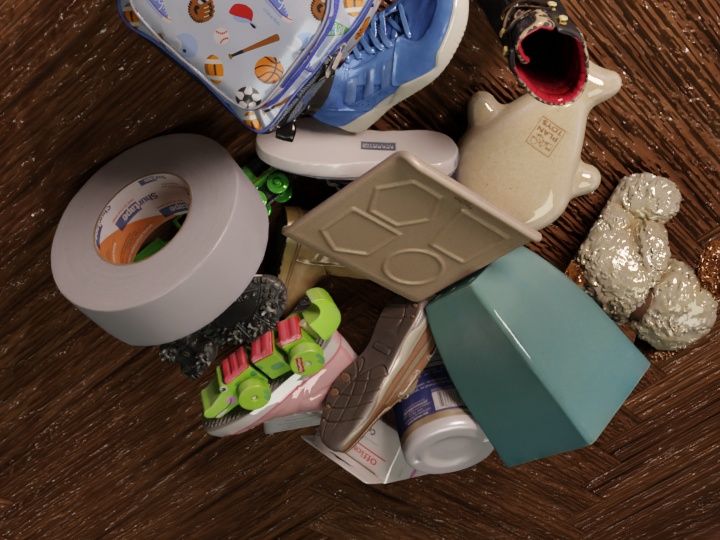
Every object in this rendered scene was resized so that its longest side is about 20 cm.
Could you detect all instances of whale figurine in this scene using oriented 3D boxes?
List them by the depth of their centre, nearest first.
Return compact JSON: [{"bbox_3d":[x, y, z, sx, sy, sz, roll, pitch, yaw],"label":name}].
[{"bbox_3d":[0.177,-0.134,1.084,0.159,0.104,0.200,32,102,-4],"label":"whale figurine"}]

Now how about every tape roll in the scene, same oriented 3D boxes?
[{"bbox_3d":[-0.188,-0.031,0.995,0.200,0.201,0.066,-24,139,11],"label":"tape roll"}]

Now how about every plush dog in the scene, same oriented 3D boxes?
[{"bbox_3d":[0.323,0.017,1.199,0.172,0.160,0.200,32,132,9],"label":"plush dog"}]

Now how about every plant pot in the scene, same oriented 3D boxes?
[{"bbox_3d":[0.177,0.080,1.146,0.200,0.141,0.141,53,143,-5],"label":"plant pot"}]

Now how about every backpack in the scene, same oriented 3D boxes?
[{"bbox_3d":[-0.076,-0.226,0.831,0.200,0.154,0.191,40,101,-10],"label":"backpack"}]

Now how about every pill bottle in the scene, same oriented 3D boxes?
[{"bbox_3d":[0.086,0.129,1.259,0.111,0.200,0.111,-7,141,-6],"label":"pill bottle"}]

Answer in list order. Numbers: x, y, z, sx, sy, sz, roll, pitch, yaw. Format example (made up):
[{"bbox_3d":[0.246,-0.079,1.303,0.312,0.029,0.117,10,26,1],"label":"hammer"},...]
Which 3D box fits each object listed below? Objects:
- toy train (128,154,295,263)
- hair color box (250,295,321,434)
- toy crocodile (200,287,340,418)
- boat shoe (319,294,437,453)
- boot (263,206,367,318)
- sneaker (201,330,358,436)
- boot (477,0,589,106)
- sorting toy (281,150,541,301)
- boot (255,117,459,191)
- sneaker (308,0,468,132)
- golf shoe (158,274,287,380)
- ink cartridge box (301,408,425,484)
[{"bbox_3d":[-0.152,-0.045,1.062,0.200,0.056,0.042,-41,166,-6],"label":"toy train"},{"bbox_3d":[-0.081,0.116,1.302,0.101,0.061,0.200,-9,140,-8],"label":"hair color box"},{"bbox_3d":[-0.101,0.094,1.162,0.200,0.068,0.062,-34,129,17],"label":"toy crocodile"},{"bbox_3d":[0.031,0.121,1.179,0.072,0.076,0.200,36,89,-39],"label":"boat shoe"},{"bbox_3d":[0.000,0.000,1.177,0.199,0.066,0.175,3,143,-16],"label":"boot"},{"bbox_3d":[-0.082,0.148,1.231,0.200,0.075,0.105,-35,131,14],"label":"sneaker"},{"bbox_3d":[0.126,-0.241,0.892,0.073,0.151,0.200,-25,139,12],"label":"boot"},{"bbox_3d":[0.049,-0.042,1.052,0.185,0.037,0.200,27,144,-32],"label":"sorting toy"},{"bbox_3d":[-0.005,-0.093,1.056,0.199,0.073,0.090,7,138,4],"label":"boot"},{"bbox_3d":[0.000,-0.198,0.942,0.111,0.077,0.200,11,152,-33],"label":"sneaker"},{"bbox_3d":[-0.145,0.040,1.164,0.200,0.095,0.078,-31,112,38],"label":"golf shoe"},{"bbox_3d":[0.028,0.204,1.332,0.200,0.116,0.068,6,110,-60],"label":"ink cartridge box"}]
